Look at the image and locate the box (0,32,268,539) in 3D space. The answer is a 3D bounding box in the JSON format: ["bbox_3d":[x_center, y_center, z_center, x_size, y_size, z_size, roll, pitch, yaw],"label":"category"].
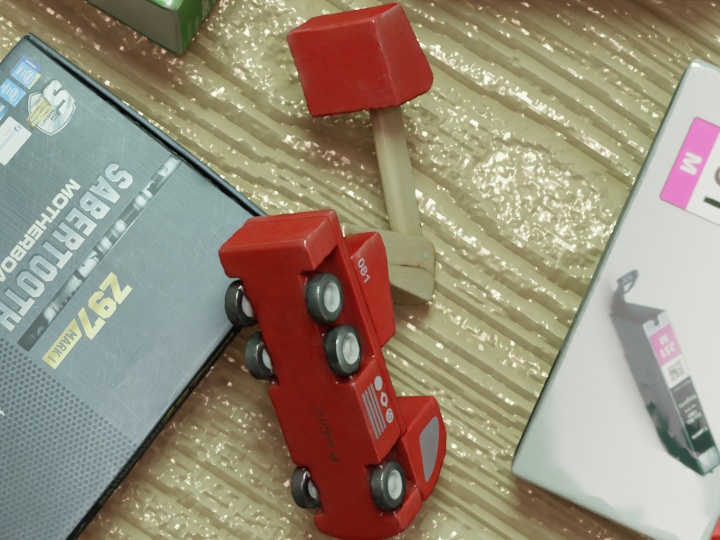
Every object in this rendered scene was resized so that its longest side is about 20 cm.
[{"bbox_3d":[-0.148,0.020,0.827,0.157,0.051,0.200,38,81,3],"label":"box"}]

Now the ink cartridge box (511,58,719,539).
[{"bbox_3d":[0.184,0.033,0.819,0.173,0.044,0.201,24,93,5],"label":"ink cartridge box"}]

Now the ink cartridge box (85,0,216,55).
[{"bbox_3d":[-0.092,-0.225,0.853,0.145,0.088,0.201,30,82,3],"label":"ink cartridge box"}]

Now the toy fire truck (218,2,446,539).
[{"bbox_3d":[0.000,0.000,0.814,0.049,0.141,0.201,-5,116,32],"label":"toy fire truck"}]
